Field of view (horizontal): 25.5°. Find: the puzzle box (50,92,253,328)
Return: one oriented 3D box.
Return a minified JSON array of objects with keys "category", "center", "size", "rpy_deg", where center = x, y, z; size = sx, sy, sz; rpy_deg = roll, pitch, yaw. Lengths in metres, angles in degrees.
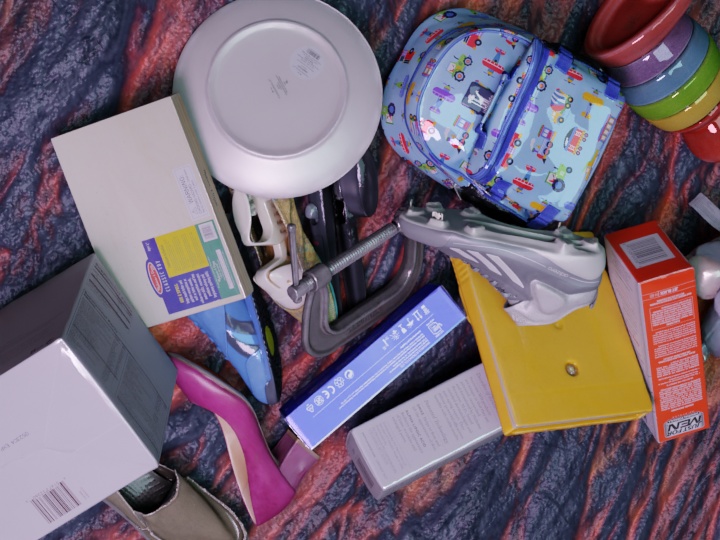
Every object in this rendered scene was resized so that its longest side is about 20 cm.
[{"category":"puzzle box","center":[-0.194,-0.051,1.484],"size":[0.132,0.025,0.201],"rpy_deg":[-16,101,19]}]

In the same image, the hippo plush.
[{"category":"hippo plush","center":[0.386,0.041,1.641],"size":[0.159,0.200,0.161],"rpy_deg":[-12,131,-26]}]

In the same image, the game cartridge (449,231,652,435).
[{"category":"game cartridge","center":[0.187,0.058,1.574],"size":[0.175,0.032,0.201],"rpy_deg":[-2,65,-32]}]

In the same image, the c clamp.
[{"category":"c clamp","center":[0.000,0.000,1.522],"size":[0.200,0.027,0.172],"rpy_deg":[-29,135,-42]}]

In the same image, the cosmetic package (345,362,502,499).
[{"category":"cosmetic package","center":[0.089,0.151,1.597],"size":[0.199,0.102,0.074],"rpy_deg":[-28,80,-10]}]

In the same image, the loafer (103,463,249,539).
[{"category":"loafer","center":[-0.191,0.232,1.553],"size":[0.200,0.070,0.075],"rpy_deg":[34,77,-18]}]

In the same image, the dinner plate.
[{"category":"dinner plate","center":[-0.078,-0.168,1.496],"size":[0.199,0.024,0.202],"rpy_deg":[1,81,-3]}]

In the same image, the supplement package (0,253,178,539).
[{"category":"supplement package","center":[-0.285,0.122,1.421],"size":[0.191,0.200,0.147],"rpy_deg":[-31,109,10]}]

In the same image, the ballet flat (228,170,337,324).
[{"category":"ballet flat","center":[-0.082,-0.023,1.537],"size":[0.070,0.071,0.201],"rpy_deg":[-20,102,-11]}]

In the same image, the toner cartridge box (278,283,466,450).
[{"category":"toner cartridge box","center":[0.010,0.093,1.571],"size":[0.200,0.095,0.043],"rpy_deg":[-40,93,-4]}]

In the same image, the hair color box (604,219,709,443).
[{"category":"hair color box","center":[0.301,0.063,1.615],"size":[0.061,0.102,0.201],"rpy_deg":[-16,123,-5]}]

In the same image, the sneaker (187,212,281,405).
[{"category":"sneaker","center":[-0.132,0.042,1.548],"size":[0.078,0.066,0.201],"rpy_deg":[-17,107,6]}]

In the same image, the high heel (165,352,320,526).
[{"category":"high heel","center":[-0.136,0.167,1.563],"size":[0.200,0.067,0.096],"rpy_deg":[40,86,-18]}]

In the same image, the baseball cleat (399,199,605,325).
[{"category":"baseball cleat","center":[0.129,-0.002,1.509],"size":[0.199,0.070,0.107],"rpy_deg":[12,114,8]}]

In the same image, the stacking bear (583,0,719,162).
[{"category":"stacking bear","center":[0.326,-0.189,1.603],"size":[0.200,0.121,0.114],"rpy_deg":[43,85,-26]}]

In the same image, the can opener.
[{"category":"can opener","center":[-0.023,-0.035,1.559],"size":[0.063,0.079,0.201],"rpy_deg":[-8,112,-22]}]

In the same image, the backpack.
[{"category":"backpack","center":[0.129,-0.155,1.539],"size":[0.199,0.135,0.183],"rpy_deg":[30,91,-16]}]
